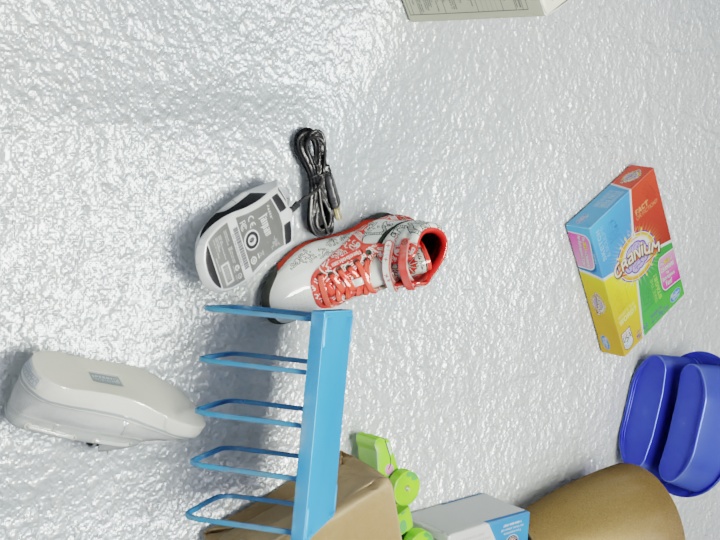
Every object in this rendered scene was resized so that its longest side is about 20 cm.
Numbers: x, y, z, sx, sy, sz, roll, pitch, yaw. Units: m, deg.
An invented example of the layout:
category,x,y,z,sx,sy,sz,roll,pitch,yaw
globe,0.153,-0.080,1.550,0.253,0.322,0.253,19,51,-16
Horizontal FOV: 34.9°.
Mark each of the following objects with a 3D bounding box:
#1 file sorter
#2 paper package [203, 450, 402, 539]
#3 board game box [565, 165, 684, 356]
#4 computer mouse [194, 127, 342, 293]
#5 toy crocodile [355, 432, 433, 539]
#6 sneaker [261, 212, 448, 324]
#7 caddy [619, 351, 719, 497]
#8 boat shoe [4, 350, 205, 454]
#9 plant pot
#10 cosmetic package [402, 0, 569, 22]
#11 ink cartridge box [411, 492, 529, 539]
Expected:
category,x,y,z,sx,sy,sz,roll,pitch,yaw
file sorter,-0.085,0.133,1.069,0.139,0.120,0.204,8,88,-81
paper package,-0.048,0.327,1.190,0.189,0.103,0.204,-24,114,-34
board game box,0.354,-0.013,1.521,0.153,0.040,0.202,-39,121,-30
computer mouse,-0.097,-0.051,1.118,0.199,0.043,0.111,-36,125,-37
toy crocodile,0.031,0.272,1.272,0.061,0.067,0.203,-29,116,-33
sneaker,0.000,-0.001,1.167,0.200,0.107,0.068,-30,116,-33
caddy,0.445,0.209,1.576,0.104,0.140,0.204,14,90,-38
boat shoe,-0.226,0.130,1.025,0.069,0.072,0.199,-51,145,14
plant pot,0.274,0.349,1.439,0.197,0.185,0.190,-2,100,-32
cosmetic package,0.126,-0.317,1.158,0.087,0.198,0.105,-36,120,-28
ink cartridge box,0.121,0.384,1.361,0.145,0.085,0.204,-5,100,-40
